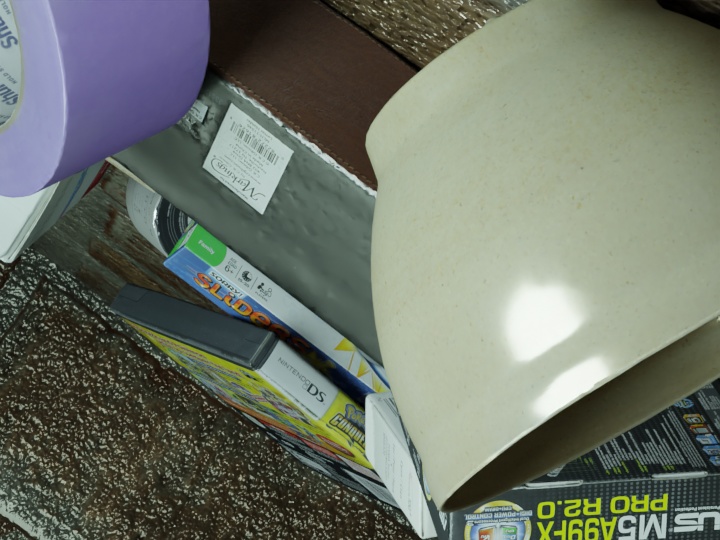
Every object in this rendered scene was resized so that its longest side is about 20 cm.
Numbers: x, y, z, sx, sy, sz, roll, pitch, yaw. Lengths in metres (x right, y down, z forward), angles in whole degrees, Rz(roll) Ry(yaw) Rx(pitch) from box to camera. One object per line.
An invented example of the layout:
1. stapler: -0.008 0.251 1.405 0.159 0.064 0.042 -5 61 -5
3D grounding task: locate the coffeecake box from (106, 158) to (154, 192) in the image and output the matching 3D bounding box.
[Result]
1. coffeecake box: -0.186 -0.146 1.337 0.153 0.073 0.200 35 170 12

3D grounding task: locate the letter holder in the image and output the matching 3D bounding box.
1. letter holder: -0.003 -0.069 1.061 0.199 0.142 0.101 37 139 7

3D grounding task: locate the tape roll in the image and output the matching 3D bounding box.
1. tape roll: -0.162 -0.142 0.969 0.199 0.085 0.202 33 138 36

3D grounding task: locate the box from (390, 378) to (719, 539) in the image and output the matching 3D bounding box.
1. box: 0.105 0.079 1.044 0.158 0.045 0.200 -4 -158 -7

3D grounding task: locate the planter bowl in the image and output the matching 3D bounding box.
1. planter bowl: 0.083 -0.021 0.756 0.136 0.199 0.200 61 175 12

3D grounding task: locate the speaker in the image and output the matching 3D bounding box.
1. speaker: -0.122 -0.046 1.505 0.081 0.081 0.200 37 177 -14

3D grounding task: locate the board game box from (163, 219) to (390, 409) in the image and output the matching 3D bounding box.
1. board game box: 0.000 0.000 1.213 0.199 0.136 0.034 37 149 -13

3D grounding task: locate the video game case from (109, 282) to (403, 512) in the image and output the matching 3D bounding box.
1. video game case: -0.043 0.080 1.251 0.181 0.026 0.199 41 167 -28

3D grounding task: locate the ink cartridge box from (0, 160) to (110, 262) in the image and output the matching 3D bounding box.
1. ink cartridge box: -0.258 -0.104 1.497 0.145 0.083 0.200 36 -159 -3

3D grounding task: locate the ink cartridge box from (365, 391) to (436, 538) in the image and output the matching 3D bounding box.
1. ink cartridge box: 0.122 0.105 1.095 0.176 0.198 0.045 -130 36 -60
